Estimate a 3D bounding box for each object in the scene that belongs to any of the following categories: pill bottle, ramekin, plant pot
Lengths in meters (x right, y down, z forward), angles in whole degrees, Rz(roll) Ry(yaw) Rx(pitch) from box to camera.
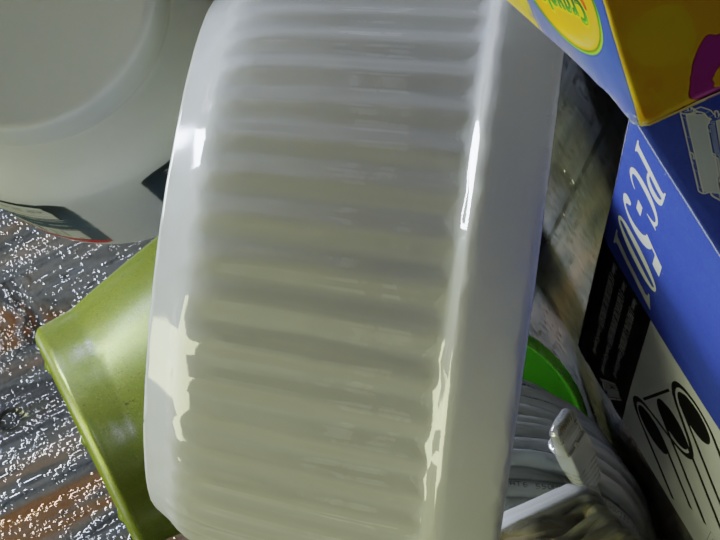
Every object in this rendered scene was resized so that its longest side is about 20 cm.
[{"bbox_3d":[-0.097,-0.077,0.855,0.120,0.120,0.200,63,180,6],"label":"pill bottle"},{"bbox_3d":[0.000,0.000,0.774,0.200,0.105,0.200,8,-90,-87],"label":"ramekin"},{"bbox_3d":[-0.062,0.048,1.362,0.200,0.193,0.200,62,172,16],"label":"plant pot"}]

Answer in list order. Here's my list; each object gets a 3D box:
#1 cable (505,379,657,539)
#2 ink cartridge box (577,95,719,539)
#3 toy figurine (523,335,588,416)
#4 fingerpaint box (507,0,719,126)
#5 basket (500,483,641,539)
[{"bbox_3d":[0.023,0.131,1.038,0.200,0.200,0.069,54,-171,-46],"label":"cable"},{"bbox_3d":[0.106,0.021,0.704,0.094,0.044,0.200,60,171,17],"label":"ink cartridge box"},{"bbox_3d":[-0.011,0.024,1.131,0.200,0.150,0.184,31,-160,-26],"label":"toy figurine"},{"bbox_3d":[0.030,-0.149,0.548,0.200,0.073,0.167,52,165,58],"label":"fingerpaint box"},{"bbox_3d":[0.071,0.191,0.821,0.200,0.136,0.123,66,168,-13],"label":"basket"}]
